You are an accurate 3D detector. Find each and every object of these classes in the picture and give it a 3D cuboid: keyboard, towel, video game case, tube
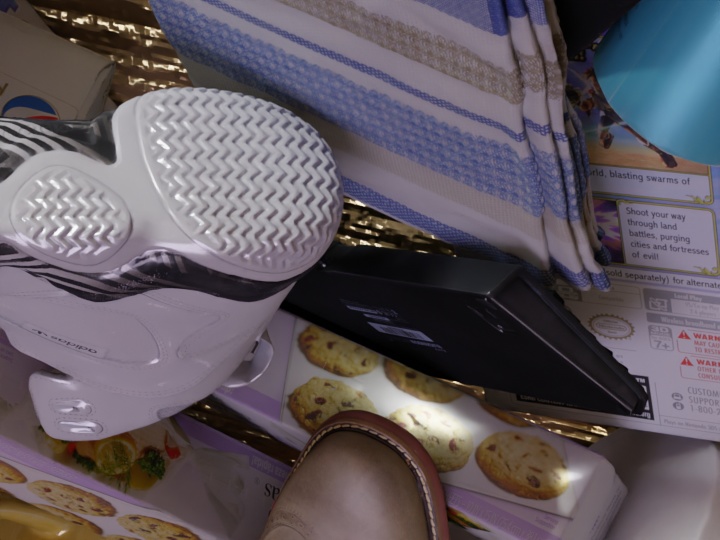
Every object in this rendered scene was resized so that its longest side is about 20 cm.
[{"bbox_3d":[0.000,0.000,0.773,0.127,0.021,0.200,38,165,-28],"label":"keyboard"},{"bbox_3d":[-0.002,-0.066,0.653,0.146,0.024,0.200,24,161,21],"label":"towel"},{"bbox_3d":[0.125,-0.018,0.734,0.199,0.046,0.182,7,138,21],"label":"video game case"},{"bbox_3d":[0.130,-0.112,0.586,0.050,0.077,0.200,48,130,18],"label":"tube"}]

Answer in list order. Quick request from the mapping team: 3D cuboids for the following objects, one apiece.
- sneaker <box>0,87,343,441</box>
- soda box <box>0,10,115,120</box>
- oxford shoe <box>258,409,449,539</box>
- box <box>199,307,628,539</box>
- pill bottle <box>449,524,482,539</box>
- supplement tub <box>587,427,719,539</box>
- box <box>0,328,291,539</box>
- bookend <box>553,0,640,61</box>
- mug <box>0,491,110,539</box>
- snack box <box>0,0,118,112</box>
[{"bbox_3d":[-0.111,-0.003,0.701,0.199,0.075,0.115,5,144,-9],"label":"sneaker"},{"bbox_3d":[-0.146,-0.006,0.832,0.068,0.064,0.200,24,142,-2],"label":"soda box"},{"bbox_3d":[-0.021,0.144,0.795,0.070,0.075,0.201,21,115,17],"label":"oxford shoe"},{"bbox_3d":[-0.002,0.050,0.828,0.199,0.042,0.039,25,167,27],"label":"box"},{"bbox_3d":[0.071,0.198,0.946,0.113,0.114,0.200,-21,123,41],"label":"pill bottle"},{"bbox_3d":[0.149,0.160,0.841,0.200,0.146,0.145,41,137,-19],"label":"supplement tub"},{"bbox_3d":[-0.070,0.076,0.831,0.041,0.039,0.200,-16,145,42],"label":"box"},{"bbox_3d":[0.020,-0.164,0.545,0.199,0.092,0.199,30,160,-7],"label":"bookend"},{"bbox_3d":[-0.095,0.144,0.908,0.149,0.154,0.187,14,170,3],"label":"mug"},{"bbox_3d":[-0.161,-0.099,0.805,0.072,0.024,0.200,-14,127,38],"label":"snack box"}]
